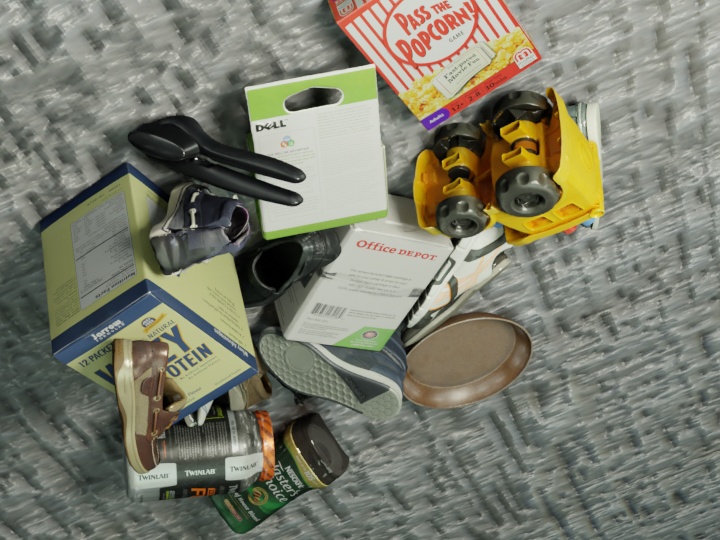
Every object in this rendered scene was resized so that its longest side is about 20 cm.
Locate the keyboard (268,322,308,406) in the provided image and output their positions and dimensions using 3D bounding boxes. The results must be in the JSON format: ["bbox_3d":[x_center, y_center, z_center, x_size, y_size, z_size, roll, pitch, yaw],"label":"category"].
[{"bbox_3d":[-0.065,0.126,1.726,0.127,0.021,0.200,-34,136,9],"label":"keyboard"}]

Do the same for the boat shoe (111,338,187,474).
[{"bbox_3d":[-0.221,0.146,1.348,0.072,0.072,0.201,-7,133,-8],"label":"boat shoe"}]

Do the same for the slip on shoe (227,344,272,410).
[{"bbox_3d":[-0.150,0.117,1.641,0.060,0.076,0.200,-7,141,-5],"label":"slip on shoe"}]

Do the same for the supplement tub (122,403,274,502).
[{"bbox_3d":[-0.222,0.247,1.721,0.199,0.123,0.123,-4,138,-13],"label":"supplement tub"}]

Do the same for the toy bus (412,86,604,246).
[{"bbox_3d":[0.188,-0.093,1.464,0.199,0.136,0.192,-22,142,31],"label":"toy bus"}]

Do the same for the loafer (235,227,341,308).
[{"bbox_3d":[-0.106,-0.003,1.497,0.070,0.068,0.200,-15,170,-46],"label":"loafer"}]

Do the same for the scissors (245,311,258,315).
[{"bbox_3d":[-0.218,0.066,1.550,0.199,0.014,0.073,-16,150,40],"label":"scissors"}]

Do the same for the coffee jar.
[{"bbox_3d":[-0.119,0.293,1.827,0.200,0.085,0.104,-32,99,15],"label":"coffee jar"}]

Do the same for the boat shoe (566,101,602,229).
[{"bbox_3d":[0.264,-0.126,1.540,0.061,0.073,0.200,0,141,13],"label":"boat shoe"}]

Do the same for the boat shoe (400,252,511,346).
[{"bbox_3d":[0.115,0.025,1.663,0.200,0.057,0.067,-42,170,31],"label":"boat shoe"}]

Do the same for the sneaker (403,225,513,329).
[{"bbox_3d":[0.120,0.008,1.580,0.080,0.074,0.200,18,130,-21],"label":"sneaker"}]

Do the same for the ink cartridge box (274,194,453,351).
[{"bbox_3d":[0.000,0.000,1.560,0.145,0.084,0.200,10,132,-29],"label":"ink cartridge box"}]

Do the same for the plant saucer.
[{"bbox_3d":[0.145,0.123,1.788,0.199,0.035,0.201,-11,139,-10],"label":"plant saucer"}]

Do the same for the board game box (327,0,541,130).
[{"bbox_3d":[0.081,-0.256,1.335,0.151,0.046,0.200,-32,137,15],"label":"board game box"}]

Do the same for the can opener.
[{"bbox_3d":[-0.149,-0.111,1.338,0.199,0.079,0.064,22,128,13],"label":"can opener"}]

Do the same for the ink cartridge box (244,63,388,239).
[{"bbox_3d":[-0.051,-0.145,1.391,0.147,0.076,0.201,-11,129,-8],"label":"ink cartridge box"}]

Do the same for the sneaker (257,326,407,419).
[{"bbox_3d":[-0.031,0.106,1.655,0.202,0.146,0.077,27,120,-4],"label":"sneaker"}]

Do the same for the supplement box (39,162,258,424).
[{"bbox_3d":[-0.238,0.029,1.417,0.134,0.200,0.200,-32,137,16],"label":"supplement box"}]

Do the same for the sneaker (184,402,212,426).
[{"bbox_3d":[-0.245,0.138,1.599,0.074,0.087,0.200,-8,153,33],"label":"sneaker"}]

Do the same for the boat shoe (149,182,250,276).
[{"bbox_3d":[-0.159,-0.053,1.360,0.092,0.200,0.075,-14,112,9],"label":"boat shoe"}]
